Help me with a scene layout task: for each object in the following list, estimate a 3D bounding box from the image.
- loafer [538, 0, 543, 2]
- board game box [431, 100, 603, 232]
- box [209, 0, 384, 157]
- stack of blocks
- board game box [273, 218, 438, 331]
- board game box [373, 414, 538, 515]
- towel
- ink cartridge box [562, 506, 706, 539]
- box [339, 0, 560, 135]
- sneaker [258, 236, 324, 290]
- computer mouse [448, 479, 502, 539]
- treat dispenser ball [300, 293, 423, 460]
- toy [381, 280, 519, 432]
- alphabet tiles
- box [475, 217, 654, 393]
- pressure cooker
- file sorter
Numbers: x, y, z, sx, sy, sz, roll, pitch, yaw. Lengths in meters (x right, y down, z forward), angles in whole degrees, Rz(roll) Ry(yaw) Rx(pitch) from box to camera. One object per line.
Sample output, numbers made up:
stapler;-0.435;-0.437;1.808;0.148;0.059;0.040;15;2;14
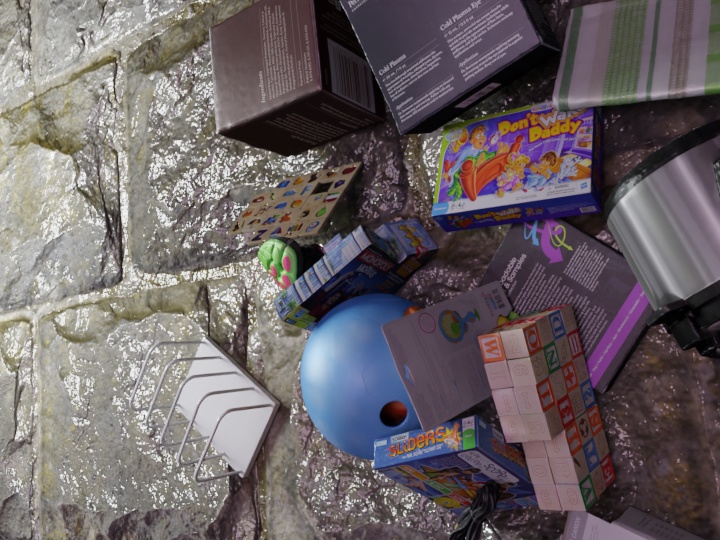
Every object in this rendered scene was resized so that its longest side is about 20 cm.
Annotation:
loafer;0.158;-0.348;0.864;0.197;0.075;0.069;-23;66;31
board game box;0.189;-0.128;0.816;0.196;0.045;0.138;-7;62;34
box;-0.092;-0.287;0.980;0.196;0.164;0.169;-12;80;32
stack of blocks;0.206;0.152;0.734;0.058;0.114;0.205;-15;90;44
board game box;0.000;0.000;0.900;0.199;0.199;0.062;-41;66;9
board game box;0.124;0.230;0.766;0.133;0.199;0.035;-21;47;30
towel;0.322;-0.244;0.744;0.196;0.031;0.152;3;66;33
ink cartridge box;0.291;0.368;0.703;0.173;0.083;0.205;17;95;37
box;0.106;-0.294;0.805;0.197;0.104;0.186;-26;88;31
sneaker;-0.087;-0.012;0.944;0.077;0.200;0.084;43;82;12
computer mouse;0.172;0.332;0.705;0.201;0.043;0.111;49;129;27
treat dispenser ball;0.022;0.131;0.842;0.197;0.199;0.207;-4;84;34
toy;0.109;0.094;0.760;0.047;0.197;0.117;-37;75;54
alphabet tiles;-0.106;-0.095;1.001;0.196;0.008;0.169;-7;39;35
box;0.244;0.025;0.796;0.199;0.036;0.145;38;108;30
pressure cooker;0.352;-0.019;0.640;0.175;0.177;0.204;-35;65;32
file sorter;-0.255;0.221;1.076;0.198;0.123;0.141;34;105;32
